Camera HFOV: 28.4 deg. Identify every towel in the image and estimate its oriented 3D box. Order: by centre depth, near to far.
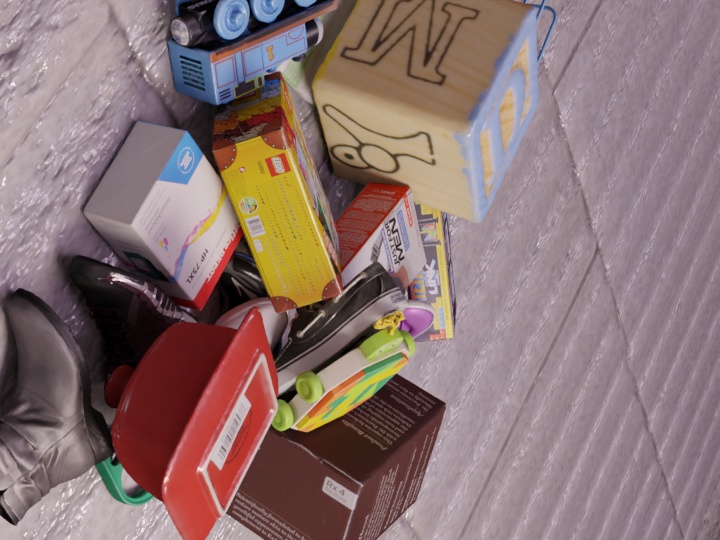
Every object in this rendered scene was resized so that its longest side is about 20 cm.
[{"bbox_3d":[-0.062,-0.288,1.591,0.200,0.030,0.150,41,65,-56],"label":"towel"}]

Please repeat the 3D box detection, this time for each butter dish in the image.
[{"bbox_3d":[-0.177,0.134,1.362,0.200,0.147,0.201,84,30,-61],"label":"butter dish"}]

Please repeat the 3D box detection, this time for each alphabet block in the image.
[{"bbox_3d":[0.082,-0.205,1.662,0.197,0.199,0.196,-61,160,-26],"label":"alphabet block"}]

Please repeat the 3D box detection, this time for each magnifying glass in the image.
[{"bbox_3d":[-0.257,0.187,1.458,0.200,0.022,0.080,42,66,-54],"label":"magnifying glass"}]

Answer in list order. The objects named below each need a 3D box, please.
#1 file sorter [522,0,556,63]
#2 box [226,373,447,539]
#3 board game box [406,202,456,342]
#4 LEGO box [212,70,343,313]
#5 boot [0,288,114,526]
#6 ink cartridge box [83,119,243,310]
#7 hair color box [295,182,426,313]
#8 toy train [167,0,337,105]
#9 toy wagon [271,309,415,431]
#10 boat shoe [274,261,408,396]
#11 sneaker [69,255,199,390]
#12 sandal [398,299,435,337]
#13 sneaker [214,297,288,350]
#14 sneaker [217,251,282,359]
[{"bbox_3d":[0.161,-0.351,1.848,0.200,0.122,0.140,49,59,-53],"label":"file sorter"},{"bbox_3d":[-0.029,0.221,1.677,0.200,0.165,0.165,-35,149,-48],"label":"box"},{"bbox_3d":[0.085,-0.028,1.817,0.165,0.056,0.202,-63,147,-76],"label":"board game box"},{"bbox_3d":[-0.085,-0.082,1.489,0.149,0.077,0.201,-97,169,-60],"label":"LEGO box"},{"bbox_3d":[-0.312,0.129,1.304,0.131,0.070,0.201,-34,118,-31],"label":"boot"},{"bbox_3d":[-0.185,-0.043,1.444,0.117,0.067,0.200,-63,147,-22],"label":"ink cartridge box"},{"bbox_3d":[0.000,0.000,1.638,0.200,0.063,0.112,-51,139,-41],"label":"hair color box"},{"bbox_3d":[-0.110,-0.250,1.457,0.199,0.086,0.115,-32,131,-37],"label":"toy train"},{"bbox_3d":[-0.007,0.109,1.525,0.155,0.040,0.200,-22,163,-40],"label":"toy wagon"},{"bbox_3d":[-0.040,0.067,1.525,0.200,0.064,0.071,-37,167,16],"label":"boat shoe"},{"bbox_3d":[-0.234,0.069,1.402,0.200,0.075,0.116,42,68,-57],"label":"sneaker"},{"bbox_3d":[0.028,0.093,1.740,0.082,0.202,0.050,8,62,-30],"label":"sandal"},{"bbox_3d":[-0.141,0.110,1.498,0.200,0.088,0.076,-41,121,-19],"label":"sneaker"},{"bbox_3d":[-0.128,0.068,1.579,0.083,0.070,0.201,-48,142,-49],"label":"sneaker"}]
